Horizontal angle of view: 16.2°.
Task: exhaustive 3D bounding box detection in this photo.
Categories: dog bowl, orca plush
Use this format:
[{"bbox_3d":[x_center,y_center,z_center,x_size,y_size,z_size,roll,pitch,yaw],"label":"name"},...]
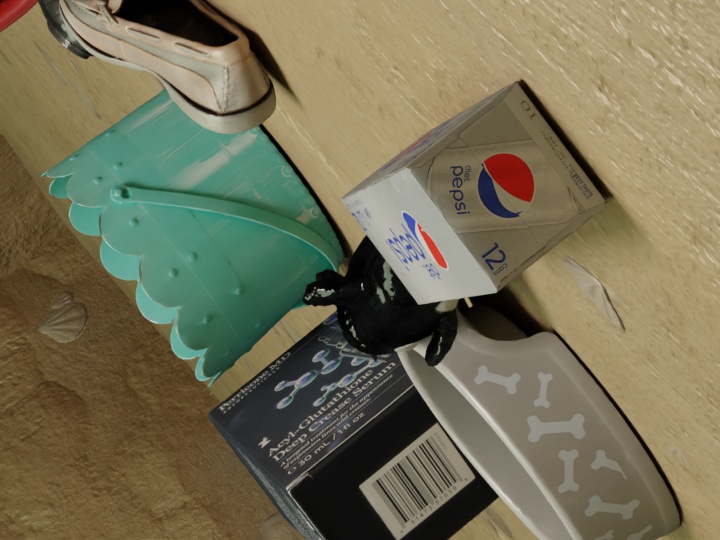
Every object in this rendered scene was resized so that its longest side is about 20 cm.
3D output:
[{"bbox_3d":[0.095,0.088,1.435,0.200,0.059,0.200,50,173,9],"label":"dog bowl"},{"bbox_3d":[0.000,0.000,1.363,0.200,0.071,0.106,171,98,-73],"label":"orca plush"}]

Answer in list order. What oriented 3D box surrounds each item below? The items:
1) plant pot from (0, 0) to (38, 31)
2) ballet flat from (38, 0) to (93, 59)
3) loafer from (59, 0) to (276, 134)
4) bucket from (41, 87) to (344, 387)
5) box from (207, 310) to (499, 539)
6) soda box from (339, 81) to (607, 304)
[{"bbox_3d":[-0.294,-0.259,1.564,0.183,0.200,0.201,49,172,38],"label":"plant pot"},{"bbox_3d":[-0.235,-0.236,1.933,0.066,0.057,0.200,25,-158,-51],"label":"ballet flat"},{"bbox_3d":[-0.123,-0.157,1.576,0.200,0.072,0.063,37,148,38],"label":"loafer"},{"bbox_3d":[-0.115,-0.033,1.792,0.207,0.135,0.207,50,173,9],"label":"bucket"},{"bbox_3d":[0.004,0.116,1.743,0.107,0.148,0.200,54,171,-20],"label":"box"},{"bbox_3d":[0.047,-0.031,1.147,0.068,0.063,0.200,53,172,-3],"label":"soda box"}]
